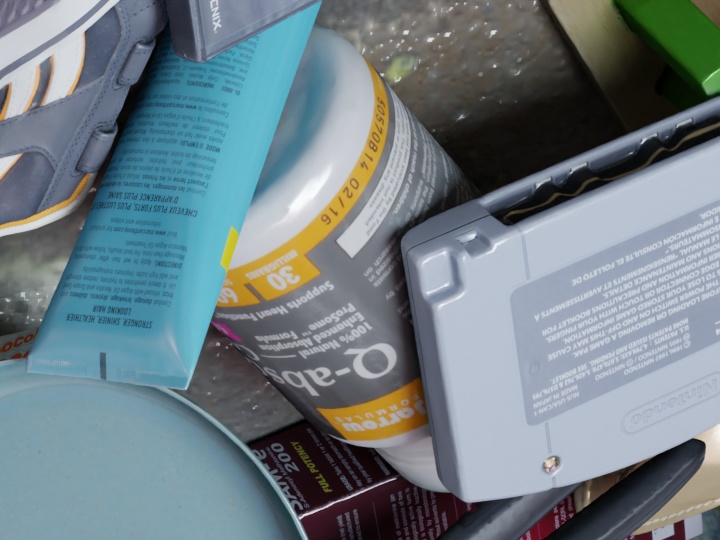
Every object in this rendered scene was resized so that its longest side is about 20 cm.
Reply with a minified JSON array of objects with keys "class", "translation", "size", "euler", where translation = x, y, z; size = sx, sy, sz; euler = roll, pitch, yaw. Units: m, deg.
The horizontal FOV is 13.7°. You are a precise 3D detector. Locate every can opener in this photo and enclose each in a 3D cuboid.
[{"class":"can opener","translation":[0.058,0.120,1.233],"size":[0.200,0.079,0.063],"euler":[-43,102,-8]}]

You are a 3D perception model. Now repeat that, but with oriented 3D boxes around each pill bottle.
[{"class":"pill bottle","translation":[0.000,0.000,1.207],"size":[0.116,0.116,0.200],"euler":[-41,130,2]}]

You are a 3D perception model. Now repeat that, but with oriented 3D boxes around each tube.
[{"class":"tube","translation":[-0.061,-0.049,1.113],"size":[0.050,0.077,0.201],"euler":[41,61,-42]}]

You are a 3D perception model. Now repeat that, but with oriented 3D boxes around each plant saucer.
[{"class":"plant saucer","translation":[-0.102,0.123,1.145],"size":[0.199,0.027,0.201],"euler":[6,111,17]}]

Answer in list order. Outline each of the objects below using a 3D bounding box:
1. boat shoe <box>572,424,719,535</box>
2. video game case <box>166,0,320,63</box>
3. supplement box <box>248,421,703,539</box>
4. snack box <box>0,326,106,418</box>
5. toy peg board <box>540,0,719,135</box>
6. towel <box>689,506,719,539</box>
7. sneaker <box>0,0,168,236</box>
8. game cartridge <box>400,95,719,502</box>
[{"class":"boat shoe","translation":[0.183,0.062,1.307],"size":[0.200,0.065,0.072],"euler":[-28,131,-22]},{"class":"video game case","translation":[0.000,-0.178,1.095],"size":[0.200,0.019,0.143],"euler":[-31,128,-35]},{"class":"supplement box","translation":[0.051,0.100,1.337],"size":[0.199,0.061,0.109],"euler":[-21,129,-15]},{"class":"snack box","translation":[-0.104,0.101,1.229],"size":[0.116,0.037,0.200],"euler":[-14,135,27]},{"class":"toy peg board","translation":[0.211,-0.097,1.267],"size":[0.199,0.098,0.200],"euler":[-37,131,-1]},{"class":"towel","translation":[0.181,0.170,1.382],"size":[0.048,0.171,0.201],"euler":[-5,124,-23]},{"class":"sneaker","translation":[-0.120,-0.077,1.118],"size":[0.200,0.079,0.079],"euler":[-40,127,16]},{"class":"game cartridge","translation":[0.112,0.010,1.186],"size":[0.199,0.040,0.134],"euler":[-22,122,-20]}]
